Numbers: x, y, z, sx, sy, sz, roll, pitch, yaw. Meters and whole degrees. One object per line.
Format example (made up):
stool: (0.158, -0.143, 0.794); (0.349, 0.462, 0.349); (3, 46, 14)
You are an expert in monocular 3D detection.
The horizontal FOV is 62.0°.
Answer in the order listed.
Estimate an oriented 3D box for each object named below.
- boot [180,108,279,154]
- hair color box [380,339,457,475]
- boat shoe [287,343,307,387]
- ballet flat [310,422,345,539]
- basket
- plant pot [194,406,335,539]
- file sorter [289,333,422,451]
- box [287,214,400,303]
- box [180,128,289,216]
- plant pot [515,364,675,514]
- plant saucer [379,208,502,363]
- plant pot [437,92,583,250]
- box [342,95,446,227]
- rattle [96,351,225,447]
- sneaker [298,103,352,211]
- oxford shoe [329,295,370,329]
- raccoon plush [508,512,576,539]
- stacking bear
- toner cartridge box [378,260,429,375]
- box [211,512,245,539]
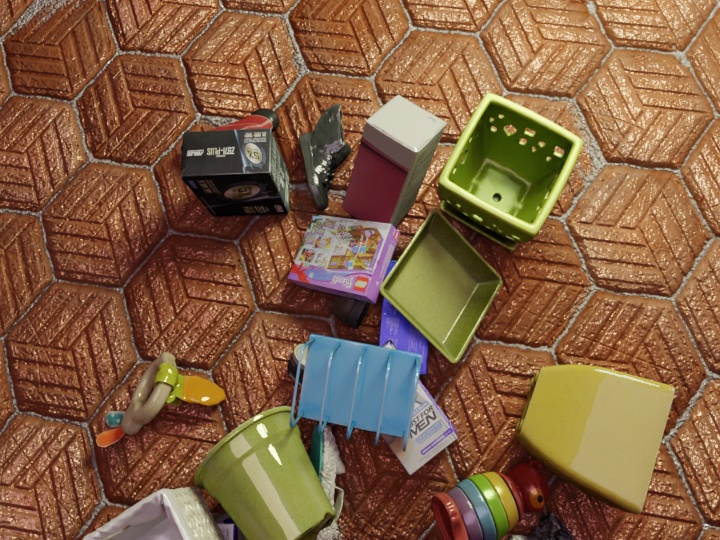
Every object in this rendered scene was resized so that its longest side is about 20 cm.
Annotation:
boot: (-0.264, -0.276, 1.230); (0.195, 0.074, 0.145); (-3, 37, 28)
hair color box: (0.069, 0.238, 1.053); (0.109, 0.065, 0.202); (-37, 87, 5)
boat shoe: (-0.056, 0.222, 1.105); (0.199, 0.073, 0.063); (42, 125, 6)
ballet flat: (-0.060, 0.375, 1.062); (0.070, 0.072, 0.206); (4, 79, 4)
basket: (-0.306, 0.457, 0.891); (0.196, 0.161, 0.202); (-32, 77, -5)
plant pot: (-0.141, 0.362, 0.975); (0.199, 0.201, 0.185); (-37, 65, -6)
file sorter: (-0.006, 0.197, 0.967); (0.194, 0.123, 0.143); (10, 92, 5)
box: (-0.034, -0.026, 1.112); (0.197, 0.039, 0.140); (11, 74, 39)
box: (-0.227, -0.178, 1.128); (0.159, 0.200, 0.089); (-2, 75, 2)
plant pot: (0.369, 0.259, 0.997); (0.196, 0.196, 0.198); (20, 78, 15)
plant saucer: (0.142, 0.030, 1.091); (0.200, 0.048, 0.201); (43, 65, -13)
plant pot: (0.261, -0.164, 1.106); (0.196, 0.182, 0.203); (30, 79, 9)
box: (0.058, -0.190, 1.098); (0.108, 0.202, 0.128); (32, 46, 12)
rattle: (-0.374, 0.264, 1.118); (0.202, 0.142, 0.130); (-55, 46, 5)
sneaker: (-0.062, -0.227, 1.203); (0.102, 0.060, 0.205); (-16, 72, 4)
oxford shoe: (0.000, 0.000, 1.139); (0.083, 0.073, 0.203); (24, 78, 13)
raccoon plush: (0.323, 0.508, 0.989); (0.134, 0.097, 0.201); (-42, 78, 1)
stacking bear: (0.228, 0.393, 1.011); (0.196, 0.114, 0.124); (-19, 93, -13)
toner cartridge box: (0.086, 0.089, 1.125); (0.092, 0.043, 0.206); (6, 77, 4)
box: (-0.295, 0.517, 1.012); (0.194, 0.105, 0.189); (-2, 77, 4)
